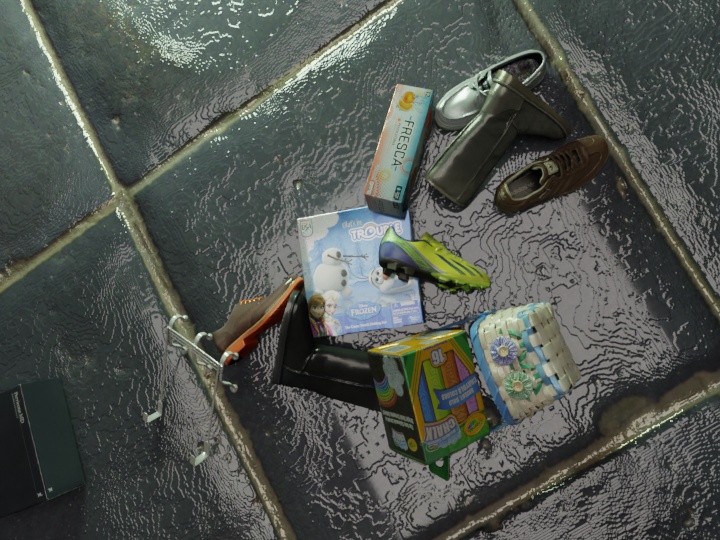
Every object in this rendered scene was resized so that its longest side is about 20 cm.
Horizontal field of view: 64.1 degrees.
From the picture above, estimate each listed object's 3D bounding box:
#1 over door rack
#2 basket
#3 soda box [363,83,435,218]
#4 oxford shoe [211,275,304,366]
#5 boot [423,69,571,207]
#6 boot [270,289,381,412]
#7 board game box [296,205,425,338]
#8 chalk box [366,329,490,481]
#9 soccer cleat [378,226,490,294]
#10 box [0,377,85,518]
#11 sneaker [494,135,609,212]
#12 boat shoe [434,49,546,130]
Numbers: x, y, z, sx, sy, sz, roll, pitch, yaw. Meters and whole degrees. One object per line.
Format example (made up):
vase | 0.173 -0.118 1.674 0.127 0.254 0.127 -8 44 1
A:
over door rack | -0.286 0.198 0.984 0.145 0.066 0.206 26 104 28
basket | 0.215 0.142 0.878 0.198 0.137 0.181 -34 78 41
soda box | 0.066 -0.195 0.935 0.066 0.064 0.206 14 76 14
oxford shoe | -0.179 0.070 0.982 0.199 0.071 0.073 -43 76 6
boot | 0.219 -0.188 0.918 0.178 0.073 0.204 25 104 -21
boot | -0.034 0.130 0.919 0.193 0.066 0.170 15 114 1
board game box | 0.000 0.000 0.966 0.193 0.043 0.207 -9 84 9
chalk box | 0.106 0.205 0.865 0.121 0.124 0.207 -15 93 -24
soccer cleat | 0.122 -0.017 0.909 0.194 0.065 0.087 15 73 -14
box | -0.620 0.323 1.029 0.177 0.104 0.206 -19 83 9
sneaker | 0.305 -0.151 0.903 0.196 0.075 0.072 -30 81 8
boat shoe | 0.209 -0.299 0.933 0.196 0.071 0.072 -26 82 8
